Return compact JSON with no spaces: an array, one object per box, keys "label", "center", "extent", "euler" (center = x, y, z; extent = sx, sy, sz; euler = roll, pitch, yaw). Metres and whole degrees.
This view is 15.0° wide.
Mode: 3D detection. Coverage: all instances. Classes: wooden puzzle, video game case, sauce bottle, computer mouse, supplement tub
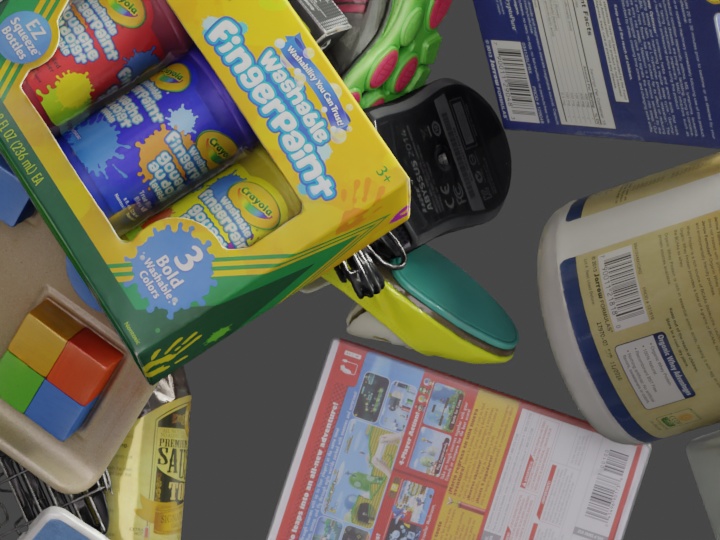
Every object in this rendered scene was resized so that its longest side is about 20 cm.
[{"label":"wooden puzzle","center":[-0.180,-0.002,1.481],"extent":[0.185,0.046,0.201],"euler":[35,109,6]},{"label":"video game case","center":[0.055,0.138,1.599],"extent":[0.199,0.017,0.144],"euler":[19,87,1]},{"label":"sauce bottle","center":[-0.130,0.091,1.577],"extent":[0.065,0.066,0.202],"euler":[4,89,0]},{"label":"computer mouse","center":[0.016,-0.059,1.544],"extent":[0.052,0.200,0.139],"euler":[-19,88,34]},{"label":"supplement tub","center":[0.213,0.006,1.514],"extent":[0.199,0.144,0.145],"euler":[-18,87,24]}]

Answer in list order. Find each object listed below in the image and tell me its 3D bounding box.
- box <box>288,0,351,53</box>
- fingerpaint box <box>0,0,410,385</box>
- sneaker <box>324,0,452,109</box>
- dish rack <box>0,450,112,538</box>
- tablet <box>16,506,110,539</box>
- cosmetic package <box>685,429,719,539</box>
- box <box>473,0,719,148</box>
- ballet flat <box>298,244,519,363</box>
[{"label":"box","center":[-0.127,-0.164,1.571],"extent":[0.160,0.044,0.200],"euler":[-42,86,22]},{"label":"fingerpaint box","center":[-0.095,-0.073,1.410],"extent":[0.166,0.073,0.201],"euler":[-32,77,-7]},{"label":"sneaker","center":[0.003,-0.153,1.598],"extent":[0.083,0.077,0.201],"euler":[27,91,31]},{"label":"dish rack","center":[-0.241,0.124,1.563],"extent":[0.199,0.055,0.154],"euler":[-25,88,11]},{"label":"tablet","center":[-0.133,0.229,1.549],"extent":[0.200,0.014,0.130],"euler":[35,108,-18]},{"label":"cosmetic package","center":[0.297,0.163,1.523],"extent":[0.164,0.165,0.201],"euler":[-19,87,-2]},{"label":"box","center":[0.147,-0.132,1.521],"extent":[0.032,0.199,0.122],"euler":[-31,116,-35]},{"label":"ballet flat","center":[0.000,0.000,1.583],"extent":[0.200,0.067,0.067],"euler":[38,118,-14]}]
